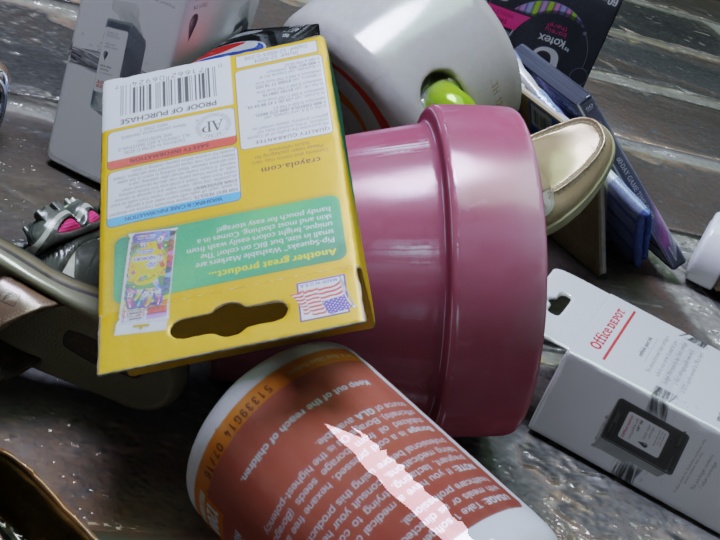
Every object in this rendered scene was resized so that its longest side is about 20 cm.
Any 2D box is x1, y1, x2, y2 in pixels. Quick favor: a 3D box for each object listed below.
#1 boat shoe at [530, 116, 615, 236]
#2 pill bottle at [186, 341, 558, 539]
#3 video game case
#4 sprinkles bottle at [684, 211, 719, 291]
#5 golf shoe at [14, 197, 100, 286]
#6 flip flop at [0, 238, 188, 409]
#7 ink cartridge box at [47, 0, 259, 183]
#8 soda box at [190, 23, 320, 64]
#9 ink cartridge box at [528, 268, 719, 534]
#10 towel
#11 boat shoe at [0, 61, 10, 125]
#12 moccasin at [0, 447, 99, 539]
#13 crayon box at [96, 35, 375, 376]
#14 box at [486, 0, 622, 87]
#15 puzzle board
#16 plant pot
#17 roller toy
[{"bbox_3d":[0.106,-0.058,0.924,0.200,0.065,0.072,-33,56,-10],"label":"boat shoe"},{"bbox_3d":[0.018,0.130,0.569,0.112,0.112,0.200,-8,38,-45],"label":"pill bottle"},{"bbox_3d":[0.211,-0.102,1.111,0.200,0.019,0.143,53,2,-32],"label":"video game case"},{"bbox_3d":[0.392,0.020,1.101,0.200,0.068,0.068,27,27,12],"label":"sprinkles bottle"},{"bbox_3d":[-0.146,-0.011,0.787,0.088,0.077,0.200,46,28,0],"label":"golf shoe"},{"bbox_3d":[-0.189,0.032,0.649,0.200,0.081,0.058,23,45,-6],"label":"flip flop"},{"bbox_3d":[-0.145,-0.172,0.926,0.085,0.200,0.146,26,27,9],"label":"ink cartridge box"},{"bbox_3d":[-0.077,-0.119,0.863,0.063,0.071,0.200,-3,20,13],"label":"soda box"},{"bbox_3d":[0.192,0.086,0.831,0.200,0.067,0.116,29,27,14],"label":"ink cartridge box"},{"bbox_3d":[0.187,-0.099,1.089,0.200,0.024,0.147,53,-1,21],"label":"towel"},{"bbox_3d":[-0.289,-0.133,0.891,0.072,0.072,0.200,9,28,-25],"label":"boat shoe"},{"bbox_3d":[-0.102,0.139,0.499,0.201,0.078,0.074,35,14,30],"label":"moccasin"},{"bbox_3d":[-0.065,-0.025,0.629,0.126,0.052,0.200,-11,49,3],"label":"crayon box"},{"bbox_3d":[0.153,-0.210,1.216,0.122,0.200,0.106,16,27,-11],"label":"box"},{"bbox_3d":[0.145,-0.103,1.078,0.017,0.151,0.200,-31,50,-17],"label":"puzzle board"},{"bbox_3d":[0.000,0.000,0.739,0.179,0.200,0.200,1,29,-6],"label":"plant pot"},{"bbox_3d":[0.034,-0.164,1.023,0.140,0.182,0.200,-41,88,-19],"label":"roller toy"}]
